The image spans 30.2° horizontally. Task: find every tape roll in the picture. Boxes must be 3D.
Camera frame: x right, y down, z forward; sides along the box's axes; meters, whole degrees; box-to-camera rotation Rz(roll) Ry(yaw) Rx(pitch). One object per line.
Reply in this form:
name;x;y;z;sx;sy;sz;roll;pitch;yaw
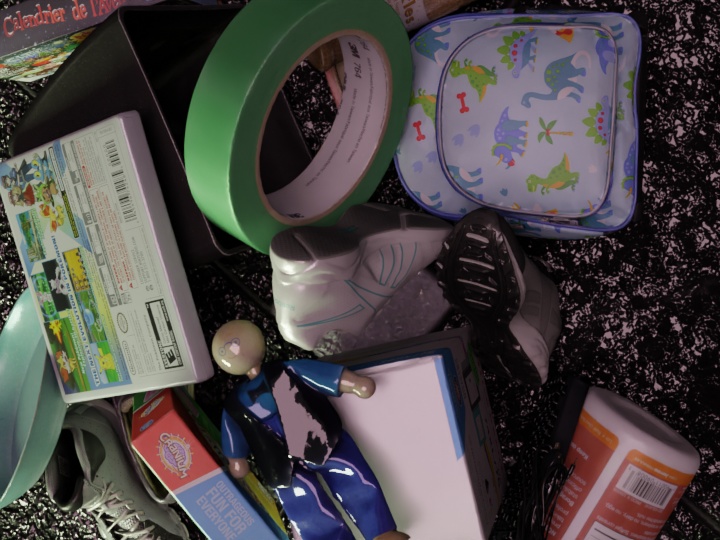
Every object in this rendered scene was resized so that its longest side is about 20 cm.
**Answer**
tape roll;-0.041;-0.111;0.973;0.048;0.199;0.203;28;101;32

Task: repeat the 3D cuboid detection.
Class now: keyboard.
keyboard;0.126;0.168;1.047;0.039;0.104;0.202;25;72;-13

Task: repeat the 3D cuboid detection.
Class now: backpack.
backpack;0.122;-0.119;1.056;0.197;0.147;0.186;3;92;16

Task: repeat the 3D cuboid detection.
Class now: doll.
doll;-0.041;0.120;0.956;0.136;0.048;0.201;-38;79;21

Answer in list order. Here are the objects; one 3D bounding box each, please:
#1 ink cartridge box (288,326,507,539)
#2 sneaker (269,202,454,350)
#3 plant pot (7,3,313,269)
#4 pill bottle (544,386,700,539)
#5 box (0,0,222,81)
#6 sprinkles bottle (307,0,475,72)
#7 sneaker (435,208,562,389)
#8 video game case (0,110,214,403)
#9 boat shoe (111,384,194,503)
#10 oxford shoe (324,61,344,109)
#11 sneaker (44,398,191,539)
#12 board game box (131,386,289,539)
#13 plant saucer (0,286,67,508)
ink cartridge box;0.027;0.139;1.071;0.144;0.200;0.149;-13;92;12
sneaker;0.000;0.000;0.999;0.070;0.199;0.081;20;115;34
plant pot;-0.169;-0.090;1.105;0.176;0.199;0.202;-23;90;27
pill bottle;0.180;0.206;1.089;0.111;0.112;0.202;31;101;8
box;-0.228;-0.209;1.128;0.197;0.137;0.038;-16;92;13
sprinkles bottle;0.042;-0.227;1.065;0.198;0.068;0.069;-26;89;-12
sneaker;0.116;0.011;1.058;0.073;0.201;0.080;18;63;29
video game case;-0.200;-0.004;1.023;0.181;0.022;0.203;-12;96;44
boat shoe;-0.186;0.109;1.183;0.071;0.065;0.203;-14;92;13
oxford shoe;0.005;-0.189;1.114;0.073;0.071;0.203;-15;92;10
sneaker;-0.224;0.214;1.175;0.075;0.115;0.202;-31;88;13
board game box;-0.120;0.163;1.064;0.040;0.200;0.154;-38;100;-5
plant saucer;-0.291;0.113;1.165;0.036;0.200;0.202;15;100;-27
